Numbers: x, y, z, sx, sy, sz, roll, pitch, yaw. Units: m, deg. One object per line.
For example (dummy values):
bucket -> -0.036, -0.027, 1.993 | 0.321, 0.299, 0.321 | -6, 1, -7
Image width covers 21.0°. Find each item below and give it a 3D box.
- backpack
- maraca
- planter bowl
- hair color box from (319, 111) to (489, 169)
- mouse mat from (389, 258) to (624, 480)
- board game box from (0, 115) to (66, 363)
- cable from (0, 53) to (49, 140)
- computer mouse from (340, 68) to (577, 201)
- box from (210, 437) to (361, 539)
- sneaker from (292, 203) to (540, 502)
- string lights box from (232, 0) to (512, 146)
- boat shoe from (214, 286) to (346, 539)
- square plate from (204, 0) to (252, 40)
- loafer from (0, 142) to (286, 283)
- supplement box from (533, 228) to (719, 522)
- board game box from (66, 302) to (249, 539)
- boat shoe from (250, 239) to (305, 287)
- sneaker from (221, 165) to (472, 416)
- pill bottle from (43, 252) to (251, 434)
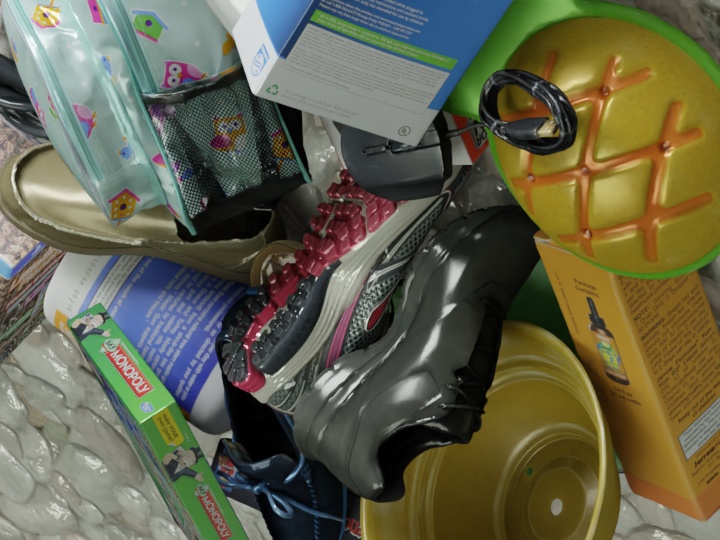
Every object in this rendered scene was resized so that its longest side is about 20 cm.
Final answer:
backpack -> -0.126, -0.138, 1.135 | 0.176, 0.152, 0.201 | -124, 21, -57
maraca -> 0.121, -0.082, 1.022 | 0.200, 0.107, 0.137 | 44, 120, 7
planter bowl -> 0.097, 0.137, 1.178 | 0.083, 0.202, 0.200 | 20, 161, -40
hair color box -> 0.003, -0.156, 1.091 | 0.101, 0.061, 0.201 | 0, 128, 41
mouse mat -> 0.077, 0.070, 1.227 | 0.199, 0.008, 0.162 | -11, 112, 23
board game box -> -0.310, -0.030, 1.475 | 0.159, 0.097, 0.200 | 38, 144, 5
cable -> -0.209, -0.146, 1.313 | 0.199, 0.051, 0.164 | 27, 147, 12
computer mouse -> 0.044, -0.070, 1.025 | 0.200, 0.034, 0.059 | -9, 95, 59
box -> 0.006, 0.173, 1.381 | 0.199, 0.038, 0.136 | 20, -179, 25
sneaker -> 0.051, 0.053, 1.141 | 0.076, 0.200, 0.091 | 31, -171, -48
string lights box -> 0.030, -0.165, 0.958 | 0.102, 0.059, 0.201 | 15, 125, -31
boat shoe -> -0.065, 0.110, 1.265 | 0.084, 0.069, 0.201 | 0, 117, 35
square plate -> -0.043, -0.239, 0.979 | 0.198, 0.028, 0.200 | -37, 100, 16
loafer -> -0.140, -0.048, 1.279 | 0.198, 0.077, 0.068 | 10, 152, -11
supplement box -> 0.171, 0.048, 1.137 | 0.066, 0.069, 0.201 | 20, 144, 50
board game box -> -0.123, 0.130, 1.292 | 0.135, 0.029, 0.201 | 43, 161, 50
boat shoe -> 0.015, 0.045, 1.276 | 0.200, 0.065, 0.071 | 39, 123, -4
sneaker -> 0.000, 0.000, 1.183 | 0.074, 0.200, 0.081 | 34, -169, -29
pill bottle -> -0.112, 0.044, 1.359 | 0.199, 0.112, 0.112 | 35, 144, 8
